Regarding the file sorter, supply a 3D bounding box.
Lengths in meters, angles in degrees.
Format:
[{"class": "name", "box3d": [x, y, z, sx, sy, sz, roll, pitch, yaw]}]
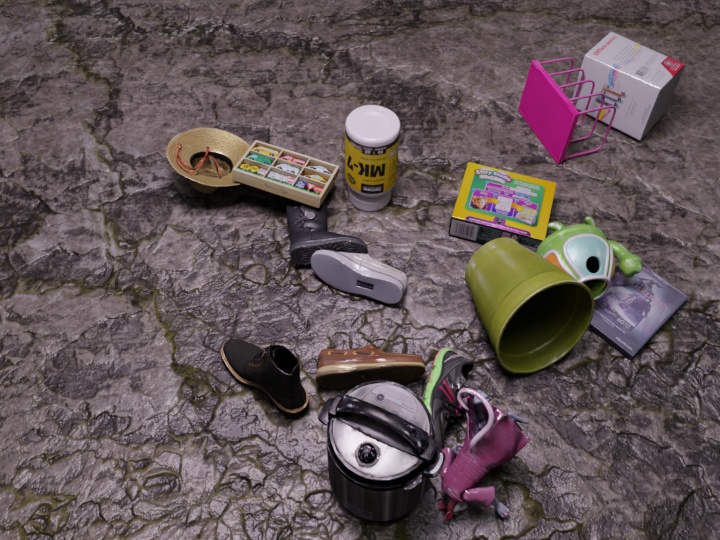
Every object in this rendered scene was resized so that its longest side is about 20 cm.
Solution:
[{"class": "file sorter", "box3d": [0.477, -0.377, 1.709, 0.122, 0.141, 0.202, -13, 52, -15]}]

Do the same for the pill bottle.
[{"class": "pill bottle", "box3d": [0.023, -0.229, 1.539, 0.111, 0.202, 0.116, 0, 50, -1]}]

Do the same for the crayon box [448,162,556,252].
[{"class": "crayon box", "box3d": [0.300, -0.131, 1.560, 0.195, 0.059, 0.175, 15, 51, 10]}]

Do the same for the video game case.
[{"class": "video game case", "box3d": [0.523, 0.067, 1.433, 0.199, 0.019, 0.142, -37, 61, -25]}]

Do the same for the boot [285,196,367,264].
[{"class": "boot", "box3d": [-0.074, -0.104, 1.533, 0.160, 0.067, 0.203, 1, 44, -10]}]

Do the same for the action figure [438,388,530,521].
[{"class": "action figure", "box3d": [0.180, 0.304, 1.154, 0.133, 0.148, 0.203, 31, 89, 33]}]

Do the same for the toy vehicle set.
[{"class": "toy vehicle set", "box3d": [-0.155, -0.205, 1.552, 0.195, 0.027, 0.125, 18, 42, 6]}]

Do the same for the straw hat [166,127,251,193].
[{"class": "straw hat", "box3d": [-0.324, -0.214, 1.591, 0.196, 0.086, 0.204, 13, 43, -12]}]

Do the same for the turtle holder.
[{"class": "turtle holder", "box3d": [0.430, -0.006, 1.419, 0.182, 0.142, 0.133, 16, 38, -29]}]

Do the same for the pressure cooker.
[{"class": "pressure cooker", "box3d": [0.033, 0.273, 1.141, 0.172, 0.202, 0.181, -13, 52, -9]}]

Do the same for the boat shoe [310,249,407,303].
[{"class": "boat shoe", "box3d": [0.000, 0.000, 1.447, 0.196, 0.072, 0.070, 18, 36, 13]}]

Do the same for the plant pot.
[{"class": "plant pot", "box3d": [0.287, 0.045, 1.349, 0.196, 0.204, 0.194, -17, 42, -15]}]

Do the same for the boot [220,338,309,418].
[{"class": "boot", "box3d": [-0.167, 0.149, 1.275, 0.197, 0.140, 0.078, 30, 56, 22]}]

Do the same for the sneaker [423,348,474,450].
[{"class": "sneaker", "box3d": [0.152, 0.221, 1.265, 0.082, 0.078, 0.203, 11, 53, 12]}]

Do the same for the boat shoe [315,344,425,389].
[{"class": "boat shoe", "box3d": [0.017, 0.162, 1.311, 0.194, 0.073, 0.069, -3, 53, 0]}]

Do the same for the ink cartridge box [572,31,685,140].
[{"class": "ink cartridge box", "box3d": [0.628, -0.440, 1.752, 0.198, 0.147, 0.145, 35, 54, 24]}]
